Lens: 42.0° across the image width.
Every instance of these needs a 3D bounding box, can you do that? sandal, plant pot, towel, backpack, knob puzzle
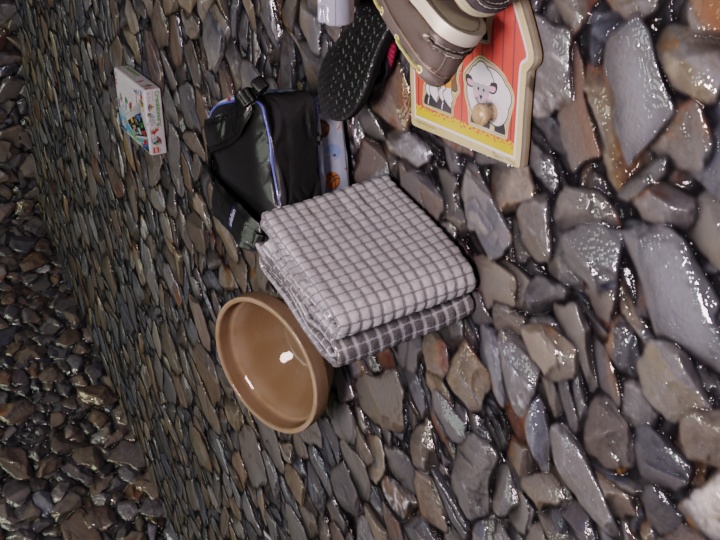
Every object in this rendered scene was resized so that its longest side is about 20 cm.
[{"bbox_3d":[0.014,-0.231,0.964,0.075,0.045,0.200,56,134,25],"label":"sandal"},{"bbox_3d":[-0.099,0.113,1.281,0.201,0.093,0.201,25,128,36],"label":"plant pot"},{"bbox_3d":[0.000,0.000,0.966,0.200,0.165,0.086,49,150,43],"label":"towel"},{"bbox_3d":[-0.107,-0.133,1.128,0.190,0.154,0.201,15,111,52],"label":"backpack"},{"bbox_3d":[0.087,-0.206,0.830,0.220,0.030,0.220,41,138,51],"label":"knob puzzle"}]

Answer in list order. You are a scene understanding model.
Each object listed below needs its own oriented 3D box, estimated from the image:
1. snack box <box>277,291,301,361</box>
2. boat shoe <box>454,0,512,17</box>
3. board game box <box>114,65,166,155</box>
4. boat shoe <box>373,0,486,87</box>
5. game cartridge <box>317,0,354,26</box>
[{"bbox_3d":[-0.095,0.064,1.353,0.072,0.024,0.200,40,137,48],"label":"snack box"},{"bbox_3d":[0.100,-0.295,0.706,0.065,0.072,0.201,22,114,61],"label":"boat shoe"},{"bbox_3d":[-0.427,-0.313,1.817,0.200,0.035,0.127,39,136,52],"label":"board game box"},{"bbox_3d":[0.039,-0.239,0.805,0.060,0.072,0.200,-59,45,39],"label":"boat shoe"},{"bbox_3d":[-0.022,-0.313,0.887,0.200,0.040,0.134,-92,-1,-66],"label":"game cartridge"}]
